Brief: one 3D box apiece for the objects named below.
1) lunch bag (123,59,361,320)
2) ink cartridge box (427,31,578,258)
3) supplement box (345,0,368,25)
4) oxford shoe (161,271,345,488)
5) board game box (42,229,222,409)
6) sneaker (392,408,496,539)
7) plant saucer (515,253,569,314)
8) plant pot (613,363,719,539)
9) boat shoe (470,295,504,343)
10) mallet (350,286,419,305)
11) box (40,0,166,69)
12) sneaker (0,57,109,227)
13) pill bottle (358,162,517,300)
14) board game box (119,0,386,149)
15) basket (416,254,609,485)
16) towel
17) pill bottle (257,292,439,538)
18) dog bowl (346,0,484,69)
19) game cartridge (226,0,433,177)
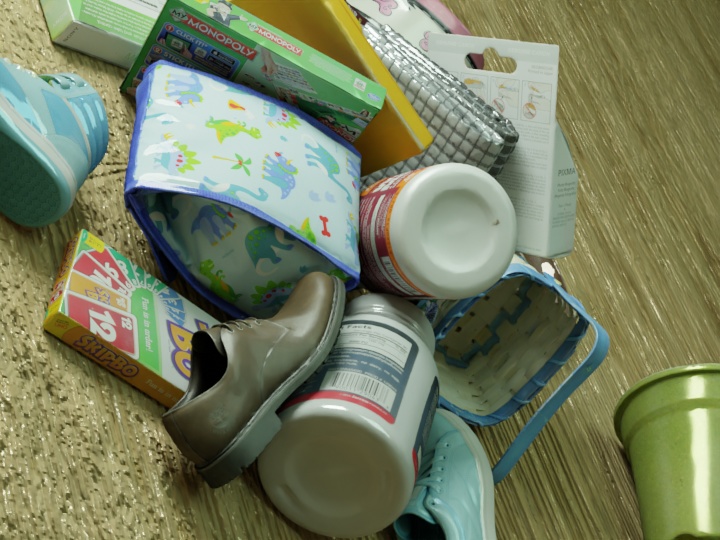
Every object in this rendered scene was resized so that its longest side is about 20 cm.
[{"bbox_3d":[-0.104,-0.065,1.146,0.200,0.127,0.170,35,32,-29],"label":"lunch bag"},{"bbox_3d":[0.134,-0.123,1.354,0.057,0.162,0.201,-8,107,-47],"label":"ink cartridge box"},{"bbox_3d":[0.012,-0.172,1.464,0.200,0.109,0.061,43,30,-17],"label":"supplement box"},{"bbox_3d":[-0.075,0.058,1.028,0.084,0.073,0.200,48,48,-14],"label":"oxford shoe"},{"bbox_3d":[-0.143,0.058,1.054,0.200,0.030,0.096,39,31,-26],"label":"board game box"},{"bbox_3d":[0.062,0.190,1.148,0.082,0.074,0.200,31,33,-39],"label":"sneaker"},{"bbox_3d":[0.156,-0.012,1.565,0.200,0.034,0.201,36,30,-26],"label":"plant saucer"},{"bbox_3d":[0.363,0.229,1.446,0.200,0.200,0.185,35,43,-28],"label":"plant pot"},{"bbox_3d":[0.130,0.037,1.434,0.200,0.067,0.057,50,32,5],"label":"boat shoe"},{"bbox_3d":[0.000,0.000,1.324,0.200,0.041,0.066,0,56,-51],"label":"mallet"},{"bbox_3d":[-0.241,-0.272,1.290,0.144,0.036,0.200,15,43,-48],"label":"box"},{"bbox_3d":[-0.269,-0.136,1.045,0.200,0.079,0.131,55,29,-14],"label":"sneaker"},{"bbox_3d":[0.046,-0.029,1.195,0.110,0.110,0.200,44,-14,-13],"label":"pill bottle"},{"bbox_3d":[-0.095,-0.157,1.214,0.200,0.135,0.029,28,50,-13],"label":"board game box"},{"bbox_3d":[0.127,0.077,1.278,0.139,0.176,0.200,29,16,-37],"label":"basket"},{"bbox_3d":[0.035,-0.124,1.342,0.200,0.166,0.086,42,33,16],"label":"towel"},{"bbox_3d":[0.000,0.105,1.107,0.120,0.120,0.200,45,29,-11],"label":"pill bottle"},{"bbox_3d":[0.052,-0.252,1.547,0.200,0.074,0.200,41,-6,5],"label":"dog bowl"},{"bbox_3d":[-0.051,-0.168,1.262,0.200,0.176,0.032,56,46,-16],"label":"game cartridge"}]
